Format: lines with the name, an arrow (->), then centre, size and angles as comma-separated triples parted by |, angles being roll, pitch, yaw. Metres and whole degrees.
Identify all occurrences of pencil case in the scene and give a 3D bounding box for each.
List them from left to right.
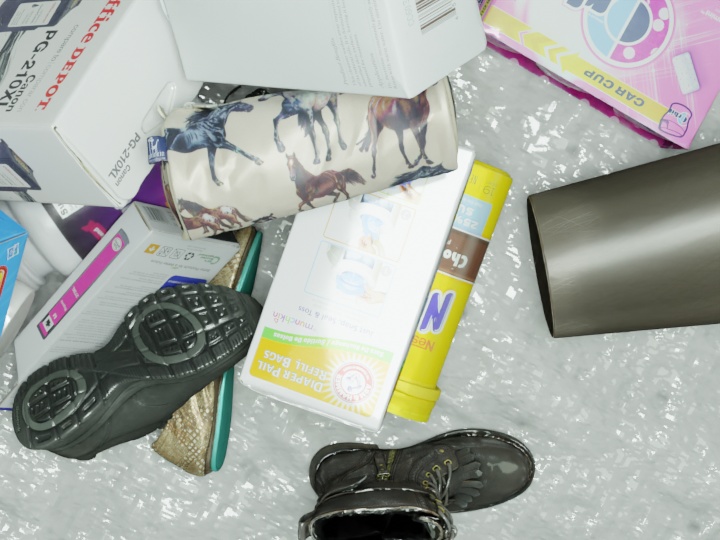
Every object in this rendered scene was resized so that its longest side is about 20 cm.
pencil case -> -0.031, -0.084, 0.928 | 0.200, 0.078, 0.090 | -14, 98, 5

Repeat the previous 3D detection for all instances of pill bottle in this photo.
pill bottle -> -0.195, -0.063, 1.076 | 0.200, 0.111, 0.112 | -33, 99, -1

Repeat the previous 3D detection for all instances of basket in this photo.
basket -> 0.235, -0.021, 1.114 | 0.200, 0.180, 0.136 | -10, 59, 2

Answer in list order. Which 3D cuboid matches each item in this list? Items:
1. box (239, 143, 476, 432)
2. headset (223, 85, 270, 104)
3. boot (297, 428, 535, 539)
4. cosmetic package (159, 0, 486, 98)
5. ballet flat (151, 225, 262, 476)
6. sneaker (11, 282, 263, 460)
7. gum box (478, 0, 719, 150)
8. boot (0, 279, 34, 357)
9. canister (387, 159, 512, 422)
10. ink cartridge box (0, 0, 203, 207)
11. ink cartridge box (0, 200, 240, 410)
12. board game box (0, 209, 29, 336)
box -> 0.000, 0.000, 1.018 | 0.101, 0.112, 0.200 | 19, 89, 3
headset -> -0.058, -0.205, 1.083 | 0.123, 0.094, 0.200 | 16, 84, -7
boot -> 0.049, 0.175, 1.099 | 0.200, 0.174, 0.069 | -4, 97, -5
cosmetic package -> -0.032, -0.174, 0.888 | 0.081, 0.200, 0.113 | -36, 125, -37
ballet flat -> -0.124, 0.058, 1.124 | 0.065, 0.071, 0.200 | 12, 92, 7
sneaker -> -0.155, 0.077, 1.075 | 0.200, 0.091, 0.076 | -26, 60, 8
gum box -> 0.187, -0.191, 1.124 | 0.200, 0.066, 0.114 | 29, 92, -9
boot -> -0.311, 0.056, 1.058 | 0.090, 0.073, 0.200 | 35, 130, -7
canister -> 0.018, -0.003, 1.120 | 0.148, 0.087, 0.200 | 20, 93, -6
ink cartridge box -> -0.220, -0.125, 1.000 | 0.084, 0.200, 0.145 | 55, 51, -42
ink cartridge box -> -0.185, 0.033, 1.082 | 0.200, 0.095, 0.037 | -48, 59, 22
board game box -> -0.332, 0.008, 0.989 | 0.200, 0.056, 0.196 | 35, 123, 20
